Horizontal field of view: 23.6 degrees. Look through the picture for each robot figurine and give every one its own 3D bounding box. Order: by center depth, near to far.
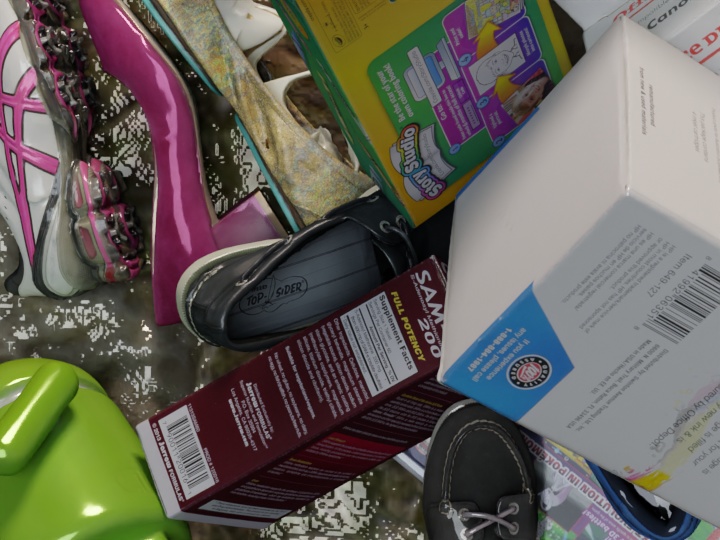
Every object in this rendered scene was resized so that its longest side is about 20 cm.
[{"bbox_3d":[-0.173,0.133,0.985,0.116,0.176,0.200,-20,52,-24],"label":"robot figurine"}]

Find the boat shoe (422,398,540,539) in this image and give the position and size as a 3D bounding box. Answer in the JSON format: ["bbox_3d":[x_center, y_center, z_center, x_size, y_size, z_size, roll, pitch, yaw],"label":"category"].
[{"bbox_3d":[0.071,0.169,0.957,0.067,0.057,0.200,-5,114,-12],"label":"boat shoe"}]

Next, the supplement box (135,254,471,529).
[{"bbox_3d":[-0.011,0.072,0.955,0.200,0.109,0.061,-30,68,18],"label":"supplement box"}]

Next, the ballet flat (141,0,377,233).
[{"bbox_3d":[-0.056,-0.110,0.995,0.071,0.071,0.200,-33,92,11],"label":"ballet flat"}]

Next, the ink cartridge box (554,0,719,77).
[{"bbox_3d":[0.196,-0.103,0.889,0.116,0.068,0.200,-37,117,24],"label":"ink cartridge box"}]

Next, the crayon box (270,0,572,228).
[{"bbox_3d":[0.032,-0.122,0.873,0.119,0.200,0.058,-36,54,-4],"label":"crayon box"}]

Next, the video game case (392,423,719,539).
[{"bbox_3d":[0.137,0.088,0.990,0.200,0.023,0.182,39,99,6],"label":"video game case"}]

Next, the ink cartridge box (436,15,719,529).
[{"bbox_3d":[0.164,0.009,0.842,0.200,0.145,0.147,29,127,-17],"label":"ink cartridge box"}]

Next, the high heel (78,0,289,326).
[{"bbox_3d":[-0.130,-0.068,1.011,0.096,0.067,0.200,-34,99,0],"label":"high heel"}]

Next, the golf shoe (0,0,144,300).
[{"bbox_3d":[-0.199,-0.080,1.020,0.092,0.073,0.200,-15,90,13],"label":"golf shoe"}]

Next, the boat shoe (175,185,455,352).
[{"bbox_3d":[-0.001,-0.002,0.956,0.199,0.066,0.075,-14,108,-14],"label":"boat shoe"}]

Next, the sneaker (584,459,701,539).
[{"bbox_3d":[0.134,0.054,0.938,0.066,0.078,0.200,-26,87,13],"label":"sneaker"}]
